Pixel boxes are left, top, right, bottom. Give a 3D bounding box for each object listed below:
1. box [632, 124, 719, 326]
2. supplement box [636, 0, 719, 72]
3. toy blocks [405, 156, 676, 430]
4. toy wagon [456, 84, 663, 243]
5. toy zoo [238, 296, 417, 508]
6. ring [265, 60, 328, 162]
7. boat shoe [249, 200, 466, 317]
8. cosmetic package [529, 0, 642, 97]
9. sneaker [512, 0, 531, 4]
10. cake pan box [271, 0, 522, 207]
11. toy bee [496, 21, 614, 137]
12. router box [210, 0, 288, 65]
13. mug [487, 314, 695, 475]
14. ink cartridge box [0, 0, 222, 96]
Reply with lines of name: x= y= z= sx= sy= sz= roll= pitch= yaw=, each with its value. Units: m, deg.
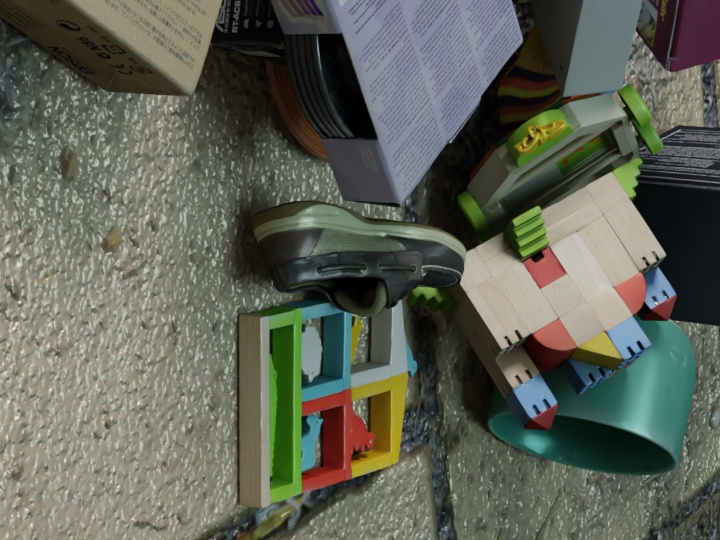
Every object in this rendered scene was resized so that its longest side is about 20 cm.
box: x=0.304 y=-0.036 z=2.002 sx=0.198 sy=0.199 sz=0.124 roll=-23 pitch=114 yaw=-52
supplement box: x=0.227 y=-0.265 z=1.775 sx=0.103 sy=0.200 sz=0.131 roll=-16 pitch=140 yaw=-17
toy blocks: x=0.155 y=0.025 z=1.776 sx=0.199 sy=0.100 sz=0.137 roll=-29 pitch=78 yaw=-18
toy wagon: x=0.143 y=-0.082 z=1.788 sx=0.155 sy=0.040 sz=0.200 roll=-34 pitch=159 yaw=3
toy zoo: x=-0.018 y=0.082 z=1.693 sx=0.200 sy=0.020 sz=0.132 roll=-11 pitch=104 yaw=-55
ring: x=-0.012 y=-0.173 z=1.666 sx=0.200 sy=0.019 sz=0.202 roll=-11 pitch=104 yaw=-56
boat shoe: x=0.000 y=0.000 z=1.654 sx=0.200 sy=0.072 sz=0.066 roll=13 pitch=68 yaw=-51
cosmetic package: x=0.158 y=-0.245 z=1.710 sx=0.200 sy=0.051 sz=0.151 roll=97 pitch=-16 yaw=-54
sneaker: x=0.081 y=-0.223 z=1.719 sx=0.200 sy=0.099 sz=0.070 roll=-179 pitch=-100 yaw=-83
cake pan box: x=0.024 y=-0.167 z=1.545 sx=0.200 sy=0.052 sz=0.185 roll=-54 pitch=135 yaw=-38
toy bee: x=0.159 y=-0.180 z=1.870 sx=0.200 sy=0.109 sz=0.131 roll=-42 pitch=159 yaw=-28
router box: x=-0.022 y=-0.229 z=1.568 sx=0.150 sy=0.062 sz=0.201 roll=9 pitch=87 yaw=-56
mug: x=0.174 y=0.083 z=1.890 sx=0.152 sy=0.185 sz=0.115 roll=24 pitch=71 yaw=-30
ink cartridge box: x=-0.154 y=-0.214 z=1.393 sx=0.200 sy=0.075 sz=0.166 roll=36 pitch=64 yaw=-52
